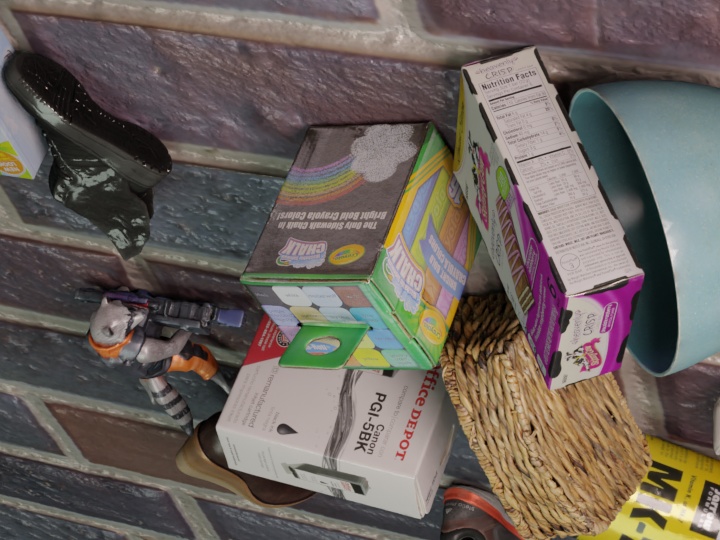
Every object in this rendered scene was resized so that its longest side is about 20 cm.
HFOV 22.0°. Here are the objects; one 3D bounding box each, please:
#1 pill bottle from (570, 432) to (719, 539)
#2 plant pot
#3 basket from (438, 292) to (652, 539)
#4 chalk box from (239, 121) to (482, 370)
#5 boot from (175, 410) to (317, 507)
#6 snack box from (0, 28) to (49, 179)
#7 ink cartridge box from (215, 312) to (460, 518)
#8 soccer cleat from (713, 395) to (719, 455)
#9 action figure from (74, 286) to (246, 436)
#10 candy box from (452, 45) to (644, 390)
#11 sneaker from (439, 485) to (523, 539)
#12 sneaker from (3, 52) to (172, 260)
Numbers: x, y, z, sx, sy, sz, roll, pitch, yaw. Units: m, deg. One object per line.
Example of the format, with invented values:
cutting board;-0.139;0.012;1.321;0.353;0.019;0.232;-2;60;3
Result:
pill bottle;0.287;0.219;1.706;0.199;0.115;0.114;19;151;5
plant pot;0.237;-0.043;1.253;0.134;0.201;0.200;-16;150;-7
basket;0.130;0.131;1.581;0.149;0.143;0.201;-9;117;42
chalk box;0.000;0.000;1.444;0.124;0.201;0.124;1;145;33
boot;-0.076;0.182;1.938;0.199;0.073;0.166;15;142;-40
snack box;-0.379;-0.161;1.574;0.199;0.068;0.169;10;150;23
ink cartridge box;-0.014;0.130;1.730;0.199;0.147;0.083;12;148;16
soccer cleat;0.392;0.154;1.559;0.199;0.078;0.069;19;151;6
action figure;-0.191;0.082;1.824;0.199;0.105;0.193;4;157;35
candy box;0.127;-0.037;1.305;0.061;0.201;0.137;-16;150;-9
sneaker;0.145;0.311;1.992;0.077;0.082;0.200;-12;136;46
sneaker;-0.241;-0.095;1.572;0.200;0.060;0.104;35;127;-28
